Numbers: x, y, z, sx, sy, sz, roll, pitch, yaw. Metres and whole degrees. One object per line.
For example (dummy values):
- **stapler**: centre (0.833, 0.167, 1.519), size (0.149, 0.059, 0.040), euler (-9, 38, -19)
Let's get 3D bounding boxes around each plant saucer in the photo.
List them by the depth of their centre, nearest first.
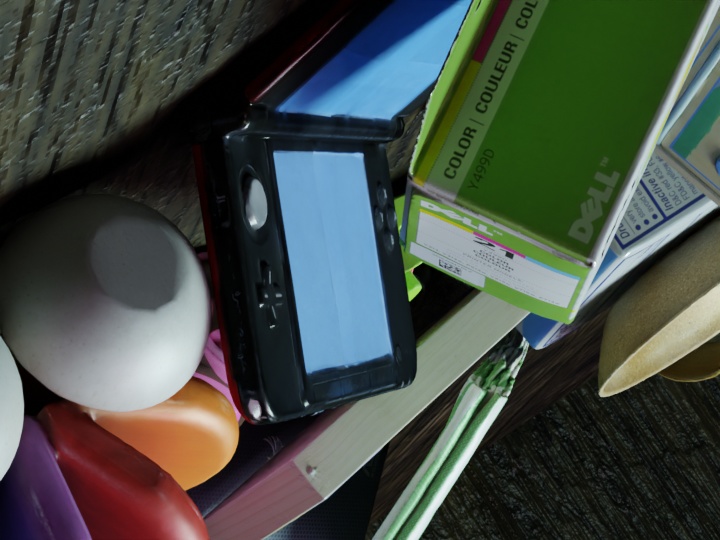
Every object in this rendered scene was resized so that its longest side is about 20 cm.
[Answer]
- **plant saucer**: centre (0.203, -0.003, 1.405), size (0.200, 0.036, 0.200), euler (-33, 169, -7)

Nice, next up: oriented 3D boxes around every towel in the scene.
- **towel**: centre (0.045, 0.105, 1.427), size (0.153, 0.023, 0.200), euler (-59, 178, 12)

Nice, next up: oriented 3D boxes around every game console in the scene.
- **game console**: centre (0.023, -0.039, 0.993), size (0.118, 0.173, 0.200), euler (-9, 179, 18)

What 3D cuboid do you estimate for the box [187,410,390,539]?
- **box**: centre (-0.069, 0.155, 1.373), size (0.157, 0.051, 0.201), euler (10, 96, -47)

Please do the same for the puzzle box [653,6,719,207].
- **puzzle box**: centre (0.155, -0.101, 1.004), size (0.025, 0.133, 0.200), euler (-46, 172, -30)

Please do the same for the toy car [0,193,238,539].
- **toy car**: centre (-0.129, 0.080, 0.928), size (0.200, 0.150, 0.175), euler (-28, 170, -38)

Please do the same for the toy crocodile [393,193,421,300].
- **toy crocodile**: centre (0.000, 0.000, 1.255), size (0.062, 0.068, 0.200), euler (-32, 171, -17)

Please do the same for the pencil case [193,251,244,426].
- **pencil case**: centre (-0.103, 0.073, 1.203), size (0.093, 0.091, 0.200), euler (-8, 152, -49)

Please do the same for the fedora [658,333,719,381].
- **fedora**: centre (0.207, -0.030, 1.660), size (0.082, 0.201, 0.201), euler (19, 138, -31)

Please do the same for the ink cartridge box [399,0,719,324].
- **ink cartridge box**: centre (0.078, -0.078, 0.885), size (0.200, 0.075, 0.148), euler (94, 21, -78)

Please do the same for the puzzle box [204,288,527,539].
- **puzzle box**: centre (0.013, 0.065, 1.300), size (0.200, 0.025, 0.133), euler (-40, 180, -31)

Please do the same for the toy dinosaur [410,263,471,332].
- **toy dinosaur**: centre (0.066, -0.006, 1.511), size (0.200, 0.077, 0.102), euler (-47, -165, 14)

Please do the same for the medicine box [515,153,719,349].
- **medicine box**: centre (0.164, -0.068, 1.387), size (0.199, 0.103, 0.182), euler (-31, 171, -18)
